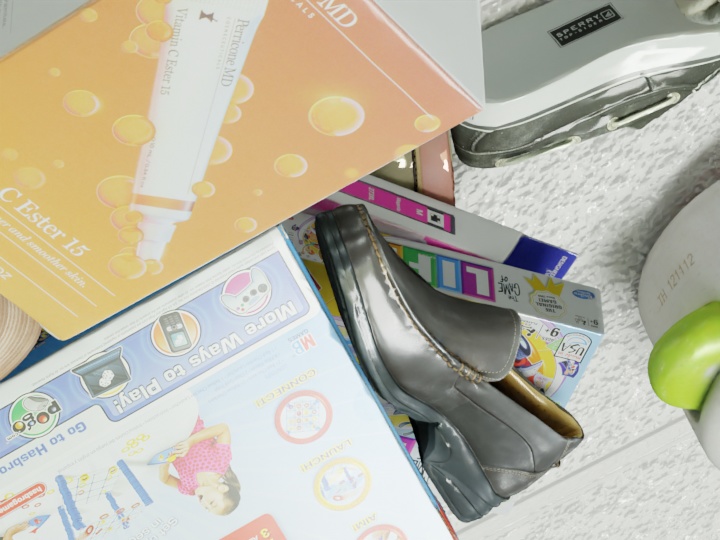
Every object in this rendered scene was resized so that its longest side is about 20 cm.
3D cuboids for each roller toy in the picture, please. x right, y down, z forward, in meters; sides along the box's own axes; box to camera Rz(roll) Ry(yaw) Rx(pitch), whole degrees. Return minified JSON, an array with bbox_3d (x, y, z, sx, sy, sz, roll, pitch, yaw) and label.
[{"bbox_3d":[0.258,0.022,1.404,0.182,0.140,0.200,-33,144,14],"label":"roller toy"}]

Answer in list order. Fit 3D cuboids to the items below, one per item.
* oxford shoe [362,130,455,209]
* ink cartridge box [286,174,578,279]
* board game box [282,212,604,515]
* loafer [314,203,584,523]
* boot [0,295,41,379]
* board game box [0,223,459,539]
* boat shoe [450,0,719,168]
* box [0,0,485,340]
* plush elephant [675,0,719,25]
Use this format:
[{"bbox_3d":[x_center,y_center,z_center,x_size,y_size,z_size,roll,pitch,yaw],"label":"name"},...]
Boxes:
[{"bbox_3d":[0.010,-0.011,1.266,0.073,0.071,0.201,-5,132,-3],"label":"oxford shoe"},{"bbox_3d":[0.000,0.000,1.208,0.199,0.037,0.095,18,129,-18],"label":"ink cartridge box"},{"bbox_3d":[0.002,0.043,1.199,0.198,0.034,0.135,14,130,-12],"label":"board game box"},{"bbox_3d":[0.039,0.033,1.128,0.072,0.073,0.200,-25,136,8],"label":"loafer"},{"bbox_3d":[-0.232,0.063,0.991,0.200,0.077,0.155,-41,157,17],"label":"boot"},{"bbox_3d":[-0.084,0.093,1.132,0.199,0.056,0.197,-29,118,-1],"label":"board game box"},{"bbox_3d":[0.135,-0.109,1.247,0.199,0.071,0.064,-19,139,-8],"label":"boat shoe"},{"bbox_3d":[-0.071,-0.080,0.871,0.199,0.098,0.124,-28,132,27],"label":"box"},{"bbox_3d":[0.161,-0.206,1.094,0.199,0.155,0.165,22,115,-45],"label":"plush elephant"}]
